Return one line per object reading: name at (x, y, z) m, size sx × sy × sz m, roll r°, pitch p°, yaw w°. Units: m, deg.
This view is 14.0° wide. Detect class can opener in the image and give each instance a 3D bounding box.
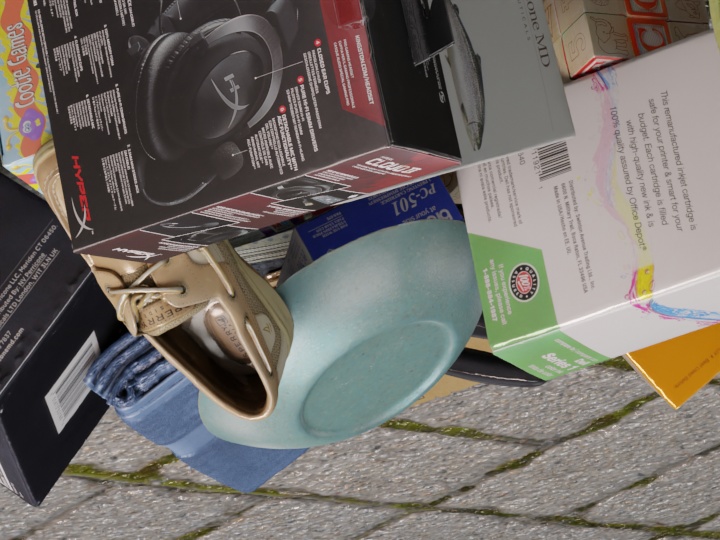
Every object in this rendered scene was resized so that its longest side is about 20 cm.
can opener at (0.032, 0.039, 1.914) m, size 0.200 × 0.063 × 0.079 m, roll 5°, pitch -159°, yaw 26°

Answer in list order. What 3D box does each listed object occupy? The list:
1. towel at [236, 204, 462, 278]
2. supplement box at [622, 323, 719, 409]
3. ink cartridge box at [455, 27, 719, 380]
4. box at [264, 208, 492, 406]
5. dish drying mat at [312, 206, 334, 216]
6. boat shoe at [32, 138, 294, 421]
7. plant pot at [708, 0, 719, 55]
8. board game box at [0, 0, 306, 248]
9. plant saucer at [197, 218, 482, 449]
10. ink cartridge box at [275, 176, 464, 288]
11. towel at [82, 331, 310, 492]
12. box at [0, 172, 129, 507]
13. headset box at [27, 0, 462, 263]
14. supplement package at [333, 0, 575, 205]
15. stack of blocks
towel at (0.000, -0.015, 2.003) m, size 0.200 × 0.035 × 0.193 m, roll -9°, pitch 156°, yaw 4°
supplement box at (0.182, 0.014, 1.905) m, size 0.074 × 0.126 × 0.200 m, roll -41°, pitch -178°, yaw 2°
ink cartridge box at (0.165, -0.039, 1.681) m, size 0.200 × 0.145 × 0.084 m, roll -20°, pitch 156°, yaw 23°
box at (0.053, 0.028, 2.018) m, size 0.163 × 0.021 × 0.200 m, roll -20°, pitch 147°, yaw 22°
dish drying mat at (0.015, -0.037, 1.878) m, size 0.077 × 0.018 × 0.200 m, roll -18°, pitch 138°, yaw 23°
boat shoe at (-0.102, 0.003, 1.577) m, size 0.071 × 0.065 × 0.200 m, roll -27°, pitch 126°, yaw 25°
plant pot at (0.320, -0.163, 1.578) m, size 0.184 × 0.201 × 0.200 m, roll -11°, pitch 162°, yaw -32°
board game box at (-0.119, -0.087, 1.652) m, size 0.103 × 0.105 × 0.200 m, roll -17°, pitch 158°, yaw 15°
plant saucer at (0.001, 0.051, 1.722) m, size 0.201 × 0.039 × 0.201 m, roll -25°, pitch 151°, yaw -15°
ink cartridge box at (0.000, 0.000, 1.788) m, size 0.094 × 0.044 × 0.200 m, roll -26°, pitch 168°, yaw -12°
towel at (-0.079, 0.066, 1.756) m, size 0.112 × 0.049 × 0.200 m, roll -36°, pitch 152°, yaw 6°
box at (-0.244, 0.012, 1.700) m, size 0.198 × 0.123 × 0.200 m, roll 31°, pitch 162°, yaw 12°
headset box at (-0.050, -0.102, 1.388) m, size 0.200 × 0.149 × 0.077 m, roll -18°, pitch 168°, yaw 26°
supplement package at (-0.001, -0.099, 1.552) m, size 0.117 × 0.117 × 0.200 m, roll -13°, pitch -177°, yaw 43°
stack of blocks at (0.137, -0.106, 1.781) m, size 0.115 × 0.059 × 0.200 m, roll 1°, pitch 156°, yaw -27°
